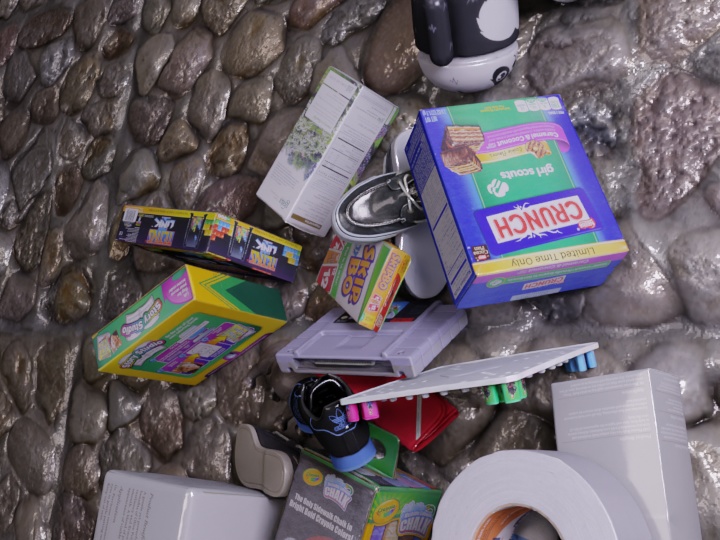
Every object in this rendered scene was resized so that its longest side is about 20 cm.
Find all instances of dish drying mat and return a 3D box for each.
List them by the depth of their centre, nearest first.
[{"bbox_3d":[0.021,0.136,1.048,0.077,0.018,0.199,-39,47,-20],"label":"dish drying mat"}]

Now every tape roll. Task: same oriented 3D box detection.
[{"bbox_3d":[0.157,0.262,0.790,0.199,0.066,0.203,-13,71,40],"label":"tape roll"}]

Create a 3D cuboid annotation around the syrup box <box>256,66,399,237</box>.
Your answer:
[{"bbox_3d":[-0.045,-0.154,1.168,0.079,0.081,0.201,40,104,41],"label":"syrup box"}]

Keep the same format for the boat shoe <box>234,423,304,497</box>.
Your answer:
[{"bbox_3d":[-0.106,0.239,1.115,0.200,0.062,0.074,7,91,64],"label":"boat shoe"}]

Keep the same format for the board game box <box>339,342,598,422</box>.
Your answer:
[{"bbox_3d":[0.113,0.112,0.890,0.199,0.199,0.026,-14,87,37],"label":"board game box"}]

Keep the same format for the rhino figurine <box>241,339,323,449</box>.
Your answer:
[{"bbox_3d":[-0.069,0.164,1.113,0.200,0.060,0.088,42,108,37],"label":"rhino figurine"}]

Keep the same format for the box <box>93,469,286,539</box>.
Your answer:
[{"bbox_3d":[-0.200,0.358,1.074,0.170,0.199,0.201,-2,75,41],"label":"box"}]

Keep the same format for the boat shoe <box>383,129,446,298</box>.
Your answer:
[{"bbox_3d":[0.061,-0.064,1.069,0.068,0.071,0.202,154,108,-70],"label":"boat shoe"}]

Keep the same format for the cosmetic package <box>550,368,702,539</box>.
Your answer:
[{"bbox_3d":[0.248,0.199,0.825,0.106,0.090,0.202,-13,72,37],"label":"cosmetic package"}]

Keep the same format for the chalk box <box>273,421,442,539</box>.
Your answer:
[{"bbox_3d":[-0.002,0.272,0.986,0.124,0.123,0.202,17,88,42],"label":"chalk box"}]

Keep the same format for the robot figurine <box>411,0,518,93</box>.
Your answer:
[{"bbox_3d":[0.120,-0.303,1.009,0.125,0.149,0.202,-130,27,-55],"label":"robot figurine"}]

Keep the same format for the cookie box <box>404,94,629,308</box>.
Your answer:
[{"bbox_3d":[0.156,-0.075,0.922,0.075,0.169,0.202,109,149,-60],"label":"cookie box"}]

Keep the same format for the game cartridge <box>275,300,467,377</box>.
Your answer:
[{"bbox_3d":[0.012,0.077,1.033,0.199,0.130,0.039,-4,117,38],"label":"game cartridge"}]

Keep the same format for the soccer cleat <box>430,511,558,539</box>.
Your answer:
[{"bbox_3d":[0.108,0.287,0.921,0.198,0.070,0.087,-21,51,17],"label":"soccer cleat"}]

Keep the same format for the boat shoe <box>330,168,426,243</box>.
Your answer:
[{"bbox_3d":[0.061,-0.089,0.998,0.198,0.071,0.073,-21,86,-11],"label":"boat shoe"}]

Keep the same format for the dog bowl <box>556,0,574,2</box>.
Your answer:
[{"bbox_3d":[0.205,-0.381,0.959,0.059,0.199,0.202,-32,58,47],"label":"dog bowl"}]

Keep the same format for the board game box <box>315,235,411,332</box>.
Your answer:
[{"bbox_3d":[0.000,0.000,1.070,0.096,0.030,0.200,-66,26,7],"label":"board game box"}]

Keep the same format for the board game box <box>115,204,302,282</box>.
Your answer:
[{"bbox_3d":[-0.208,-0.037,1.214,0.199,0.165,0.057,8,80,41],"label":"board game box"}]

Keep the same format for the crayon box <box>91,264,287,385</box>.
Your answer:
[{"bbox_3d":[-0.229,0.079,1.194,0.199,0.172,0.059,-34,58,27],"label":"crayon box"}]

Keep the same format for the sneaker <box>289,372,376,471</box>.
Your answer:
[{"bbox_3d":[-0.039,0.143,0.976,0.200,0.070,0.079,29,142,66],"label":"sneaker"}]
